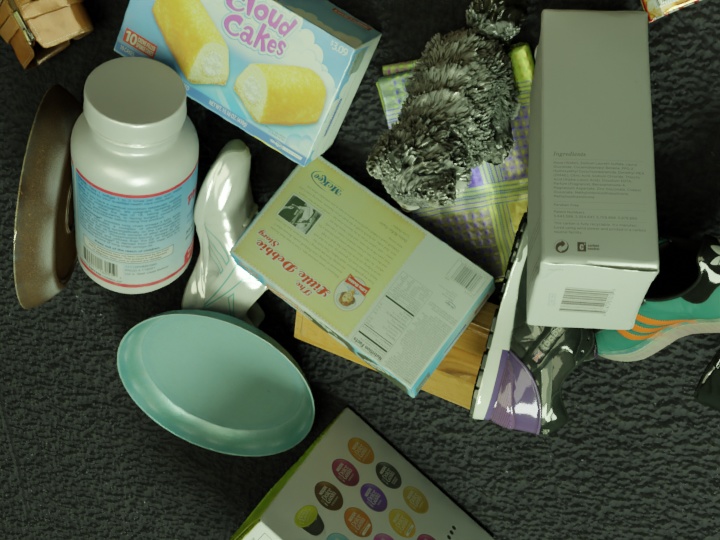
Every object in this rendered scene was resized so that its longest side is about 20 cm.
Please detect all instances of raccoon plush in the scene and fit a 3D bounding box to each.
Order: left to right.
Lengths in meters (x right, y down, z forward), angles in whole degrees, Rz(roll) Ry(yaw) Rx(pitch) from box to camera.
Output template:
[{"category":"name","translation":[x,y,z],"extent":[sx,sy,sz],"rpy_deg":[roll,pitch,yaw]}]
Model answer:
[{"category":"raccoon plush","translation":[0.060,-0.141,0.842],"extent":[0.096,0.134,0.203],"rpy_deg":[10,115,20]}]

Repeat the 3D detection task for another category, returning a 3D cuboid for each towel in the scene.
[{"category":"towel","translation":[0.097,-0.081,0.942],"extent":[0.142,0.023,0.202],"rpy_deg":[-5,109,25]}]

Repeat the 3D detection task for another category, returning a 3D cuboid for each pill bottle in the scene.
[{"category":"pill bottle","translation":[-0.195,-0.081,0.982],"extent":[0.108,0.109,0.201],"rpy_deg":[26,140,10]}]

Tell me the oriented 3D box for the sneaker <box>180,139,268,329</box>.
[{"category":"sneaker","translation":[-0.111,-0.026,1.033],"extent":[0.079,0.071,0.202],"rpy_deg":[18,125,9]}]

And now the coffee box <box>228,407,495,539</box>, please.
[{"category":"coffee box","translation":[-0.031,0.294,1.052],"extent":[0.197,0.200,0.200],"rpy_deg":[42,122,3]}]

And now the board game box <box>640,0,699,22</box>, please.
[{"category":"board game box","translation":[0.236,-0.296,0.778],"extent":[0.150,0.046,0.202],"rpy_deg":[-18,104,28]}]

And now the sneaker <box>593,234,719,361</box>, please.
[{"category":"sneaker","translation":[0.222,0.014,0.863],"extent":[0.079,0.072,0.199],"rpy_deg":[32,152,-18]}]

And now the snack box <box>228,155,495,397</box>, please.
[{"category":"snack box","translation":[0.000,0.000,0.952],"extent":[0.199,0.037,0.117],"rpy_deg":[36,79,17]}]

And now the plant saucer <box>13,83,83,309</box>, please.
[{"category":"plant saucer","translation":[-0.270,-0.063,1.015],"extent":[0.032,0.201,0.202],"rpy_deg":[9,117,-5]}]

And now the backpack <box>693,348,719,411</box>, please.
[{"category":"backpack","translation":[0.381,0.091,0.836],"extent":[0.200,0.153,0.164],"rpy_deg":[42,117,30]}]

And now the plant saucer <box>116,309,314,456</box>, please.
[{"category":"plant saucer","translation":[-0.136,0.105,1.084],"extent":[0.197,0.028,0.202],"rpy_deg":[10,136,10]}]

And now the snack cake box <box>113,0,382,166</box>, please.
[{"category":"snack cake box","translation":[-0.096,-0.193,0.951],"extent":[0.199,0.067,0.116],"rpy_deg":[32,121,8]}]

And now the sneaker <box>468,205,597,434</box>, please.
[{"category":"sneaker","translation":[0.152,0.031,0.902],"extent":[0.086,0.076,0.203],"rpy_deg":[15,100,6]}]

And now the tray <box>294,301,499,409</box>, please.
[{"category":"tray","translation":[0.039,0.051,1.002],"extent":[0.198,0.037,0.099],"rpy_deg":[20,132,13]}]

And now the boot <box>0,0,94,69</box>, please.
[{"category":"boot","translation":[-0.277,-0.277,0.979],"extent":[0.199,0.077,0.157],"rpy_deg":[-25,94,35]}]

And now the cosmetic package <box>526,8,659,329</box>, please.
[{"category":"cosmetic package","translation":[0.160,-0.071,0.801],"extent":[0.080,0.203,0.113],"rpy_deg":[4,158,5]}]
